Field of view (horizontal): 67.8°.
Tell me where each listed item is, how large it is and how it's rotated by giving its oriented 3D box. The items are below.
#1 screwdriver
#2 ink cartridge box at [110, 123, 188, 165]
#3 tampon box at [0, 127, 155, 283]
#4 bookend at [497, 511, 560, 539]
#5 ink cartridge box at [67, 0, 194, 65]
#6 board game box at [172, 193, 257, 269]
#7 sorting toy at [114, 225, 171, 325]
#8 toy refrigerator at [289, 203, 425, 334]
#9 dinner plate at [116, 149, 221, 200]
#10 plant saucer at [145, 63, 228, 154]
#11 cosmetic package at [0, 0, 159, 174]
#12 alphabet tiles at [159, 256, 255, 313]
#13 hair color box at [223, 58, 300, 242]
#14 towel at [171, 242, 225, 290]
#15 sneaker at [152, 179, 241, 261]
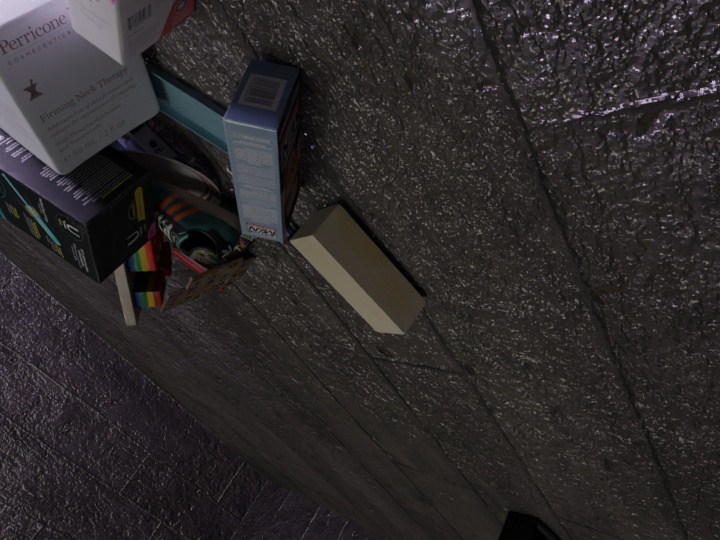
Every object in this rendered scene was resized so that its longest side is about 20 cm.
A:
[{"bbox_3d":[-0.131,-0.083,0.818,0.200,0.028,0.029,47,177,-27],"label":"screwdriver"},{"bbox_3d":[-0.374,-0.213,0.872,0.200,0.039,0.099,44,149,-18],"label":"ink cartridge box"},{"bbox_3d":[-0.418,-0.111,0.777,0.199,0.126,0.150,33,144,4],"label":"tampon box"},{"bbox_3d":[0.410,0.727,1.279,0.199,0.200,0.092,46,149,-17],"label":"bookend"},{"bbox_3d":[-0.209,-0.305,0.488,0.067,0.117,0.200,36,150,-2],"label":"ink cartridge box"},{"bbox_3d":[-0.260,-0.057,0.959,0.105,0.024,0.200,37,144,-17],"label":"board game box"},{"bbox_3d":[-0.399,-0.038,0.996,0.069,0.199,0.201,-2,125,-11],"label":"sorting toy"},{"bbox_3d":[0.000,0.000,0.772,0.200,0.070,0.076,47,155,-20],"label":"toy refrigerator"},{"bbox_3d":[-0.325,-0.148,0.870,0.199,0.024,0.200,7,163,2],"label":"dinner plate"},{"bbox_3d":[-0.216,-0.211,0.733,0.199,0.019,0.070,33,151,5],"label":"plant saucer"},{"bbox_3d":[-0.386,-0.266,0.655,0.166,0.167,0.200,35,153,17],"label":"cosmetic package"},{"bbox_3d":[-0.288,0.024,1.013,0.008,0.167,0.200,63,149,5],"label":"alphabet tiles"},{"bbox_3d":[-0.111,-0.134,0.644,0.060,0.100,0.200,12,148,1],"label":"hair color box"},{"bbox_3d":[-0.328,-0.045,1.085,0.144,0.023,0.200,34,149,5],"label":"towel"},{"bbox_3d":[-0.290,-0.079,0.852,0.199,0.080,0.072,21,150,3],"label":"sneaker"}]
